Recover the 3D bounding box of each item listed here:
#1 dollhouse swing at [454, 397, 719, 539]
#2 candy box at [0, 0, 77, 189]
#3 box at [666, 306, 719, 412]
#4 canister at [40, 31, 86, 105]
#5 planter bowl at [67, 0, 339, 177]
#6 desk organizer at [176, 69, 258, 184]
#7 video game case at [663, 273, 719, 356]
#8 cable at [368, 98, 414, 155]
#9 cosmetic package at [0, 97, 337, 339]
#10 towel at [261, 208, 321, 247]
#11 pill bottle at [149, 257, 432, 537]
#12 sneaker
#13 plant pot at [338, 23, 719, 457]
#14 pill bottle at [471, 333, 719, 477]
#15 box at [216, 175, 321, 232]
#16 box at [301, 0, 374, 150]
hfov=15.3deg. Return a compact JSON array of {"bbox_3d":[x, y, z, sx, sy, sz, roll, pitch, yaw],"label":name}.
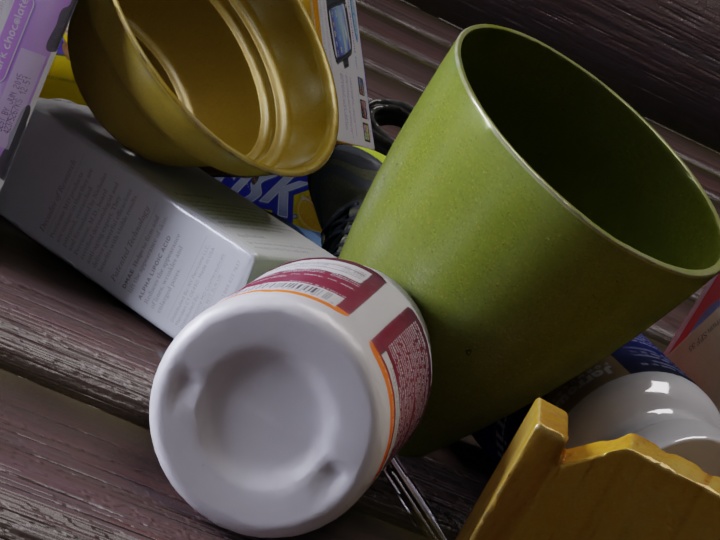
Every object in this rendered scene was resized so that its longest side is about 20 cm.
[{"bbox_3d":[0.156,0.134,1.296,0.199,0.182,0.176,28,31,1],"label":"dollhouse swing"},{"bbox_3d":[-0.222,-0.129,1.522,0.071,0.168,0.200,21,13,-16],"label":"candy box"},{"bbox_3d":[0.279,0.113,1.676,0.078,0.095,0.200,17,36,-44],"label":"box"},{"bbox_3d":[-0.254,-0.148,1.752,0.148,0.087,0.200,34,14,29],"label":"canister"},{"bbox_3d":[-0.108,-0.123,1.541,0.200,0.083,0.201,38,35,-33],"label":"planter bowl"},{"bbox_3d":[-0.091,-0.122,1.715,0.077,0.072,0.200,1,22,7],"label":"desk organizer"},{"bbox_3d":[0.292,0.084,1.775,0.017,0.143,0.200,-15,54,-41],"label":"video game case"},{"bbox_3d":[0.047,-0.066,1.786,0.097,0.051,0.200,-6,40,-1],"label":"cable"},{"bbox_3d":[-0.118,-0.023,1.556,0.200,0.074,0.102,32,12,29],"label":"cosmetic package"},{"bbox_3d":[-0.043,-0.003,1.701,0.199,0.049,0.112,20,13,-35],"label":"towel"},{"bbox_3d":[-0.027,0.055,1.314,0.114,0.115,0.200,29,11,6],"label":"pill bottle"},{"bbox_3d":[0.000,0.000,1.611,0.081,0.074,0.201,11,43,-34],"label":"sneaker"},{"bbox_3d":[0.066,0.003,1.467,0.187,0.200,0.187,32,26,-18],"label":"plant pot"},{"bbox_3d":[0.140,0.095,1.528,0.115,0.116,0.200,22,12,-28],"label":"pill bottle"},{"bbox_3d":[-0.063,-0.051,1.806,0.199,0.070,0.064,24,13,-19],"label":"box"},{"bbox_3d":[-0.027,-0.135,1.726,0.041,0.120,0.200,-7,-2,7],"label":"box"}]
